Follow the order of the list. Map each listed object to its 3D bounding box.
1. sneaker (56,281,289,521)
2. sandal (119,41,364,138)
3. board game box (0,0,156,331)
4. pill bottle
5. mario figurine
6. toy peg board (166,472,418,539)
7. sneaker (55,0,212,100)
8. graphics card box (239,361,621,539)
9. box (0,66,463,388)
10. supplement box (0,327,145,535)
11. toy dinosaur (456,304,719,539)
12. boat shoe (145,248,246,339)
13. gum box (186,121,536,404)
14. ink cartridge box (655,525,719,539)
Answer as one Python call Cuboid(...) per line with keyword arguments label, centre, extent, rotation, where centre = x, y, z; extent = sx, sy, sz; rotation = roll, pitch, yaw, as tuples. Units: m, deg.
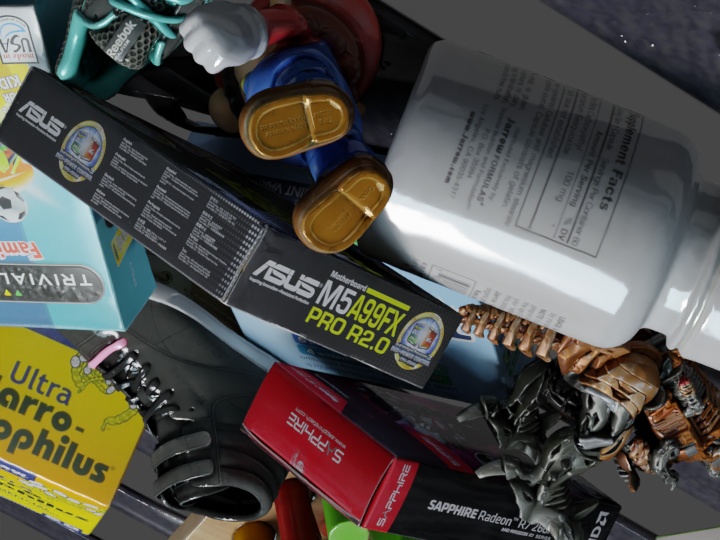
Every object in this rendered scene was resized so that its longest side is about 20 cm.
Cuboid(label="sneaker", centre=(-0.114, 0.077, 1.709), extent=(0.199, 0.100, 0.071), rotation=(31, 142, -23))
Cuboid(label="sandal", centre=(-0.092, -0.096, 1.537), extent=(0.199, 0.043, 0.076), rotation=(12, 153, 19))
Cuboid(label="board game box", centre=(-0.206, -0.064, 1.557), extent=(0.150, 0.047, 0.201), rotation=(2, 124, 23))
Cuboid(label="pill bottle", centre=(0.108, -0.026, 1.437), extent=(0.199, 0.115, 0.114), rotation=(22, 154, 0))
Cuboid(label="mario figurine", centre=(-0.040, -0.071, 1.391), extent=(0.105, 0.124, 0.200), rotation=(6, -160, -7))
Cuboid(label="toy peg board", centre=(-0.002, 0.199, 1.842), extent=(0.199, 0.098, 0.199), rotation=(28, 118, -27))
Cuboid(label="sneaker", centre=(-0.092, -0.139, 1.399), extent=(0.077, 0.092, 0.200), rotation=(27, 154, -13))
Cuboid(label="graphics card box", centre=(0.043, 0.116, 1.703), extent=(0.199, 0.051, 0.125), rotation=(17, -168, -43))
Cuboid(label="box", centre=(-0.066, -0.022, 1.454), extent=(0.200, 0.044, 0.160), rotation=(34, -175, 42))
Cuboid(label="supplement box", centre=(-0.193, 0.090, 1.849), extent=(0.108, 0.110, 0.200), rotation=(24, 167, -4))
Cuboid(label="toy dinosaur", centre=(0.130, 0.066, 1.616), extent=(0.200, 0.102, 0.136), rotation=(40, 112, -13))
Cuboid(label="boat shoe", centre=(-0.152, 0.002, 1.746), extent=(0.200, 0.063, 0.073), rotation=(30, 153, -16))
Cuboid(label="gum box", centre=(0.000, 0.000, 1.650), extent=(0.169, 0.045, 0.200), rotation=(11, 153, 20))
Cuboid(label="ink cartridge box", centre=(0.283, 0.239, 1.864), extent=(0.200, 0.068, 0.117), rotation=(37, 150, -27))
